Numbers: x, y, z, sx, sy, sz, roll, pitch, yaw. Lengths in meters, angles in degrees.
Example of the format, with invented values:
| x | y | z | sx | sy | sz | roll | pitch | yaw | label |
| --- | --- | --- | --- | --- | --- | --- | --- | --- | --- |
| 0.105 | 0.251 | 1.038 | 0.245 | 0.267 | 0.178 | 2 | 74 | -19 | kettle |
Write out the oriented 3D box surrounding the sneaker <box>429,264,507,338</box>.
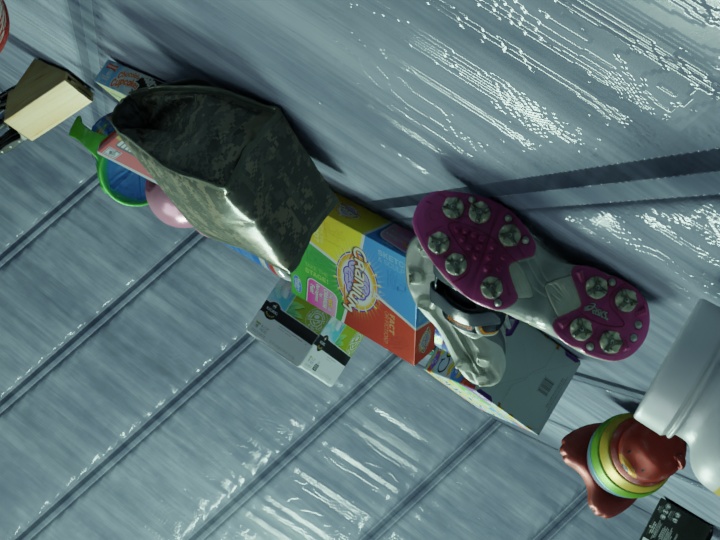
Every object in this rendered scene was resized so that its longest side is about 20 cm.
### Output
| x | y | z | sx | sy | sz | roll | pitch | yaw | label |
| --- | --- | --- | --- | --- | --- | --- | --- | --- | --- |
| 0.103 | 0.010 | 0.860 | 0.078 | 0.080 | 0.200 | 31 | 172 | 25 | sneaker |

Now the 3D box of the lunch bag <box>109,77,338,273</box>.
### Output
| x | y | z | sx | sy | sz | roll | pitch | yaw | label |
| --- | --- | --- | --- | --- | --- | --- | --- | --- | --- |
| -0.145 | -0.105 | 0.977 | 0.198 | 0.118 | 0.164 | 22 | 161 | 32 | lunch bag |

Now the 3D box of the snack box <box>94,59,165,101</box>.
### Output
| x | y | z | sx | sy | sz | roll | pitch | yaw | label |
| --- | --- | --- | --- | --- | --- | --- | --- | --- | --- |
| -0.229 | -0.190 | 1.168 | 0.199 | 0.037 | 0.116 | 27 | 170 | 40 | snack box |

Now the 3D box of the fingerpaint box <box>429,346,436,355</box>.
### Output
| x | y | z | sx | sy | sz | roll | pitch | yaw | label |
| --- | --- | --- | --- | --- | --- | --- | --- | --- | --- |
| 0.055 | 0.058 | 1.473 | 0.166 | 0.074 | 0.200 | 34 | 174 | -9 | fingerpaint box |

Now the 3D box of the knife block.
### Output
| x | y | z | sx | sy | sz | roll | pitch | yaw | label |
| --- | --- | --- | --- | --- | --- | --- | --- | --- | --- |
| -0.560 | -0.265 | 1.626 | 0.199 | 0.177 | 0.064 | 26 | 173 | 44 | knife block |

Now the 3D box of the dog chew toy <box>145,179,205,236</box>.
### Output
| x | y | z | sx | sy | sz | roll | pitch | yaw | label |
| --- | --- | --- | --- | --- | --- | --- | --- | --- | --- |
| -0.224 | -0.106 | 1.450 | 0.199 | 0.126 | 0.124 | 27 | 178 | -33 | dog chew toy |

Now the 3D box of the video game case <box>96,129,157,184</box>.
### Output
| x | y | z | sx | sy | sz | roll | pitch | yaw | label |
| --- | --- | --- | --- | --- | --- | --- | --- | --- | --- |
| -0.204 | -0.139 | 1.104 | 0.142 | 0.018 | 0.199 | 27 | 153 | -28 | video game case |

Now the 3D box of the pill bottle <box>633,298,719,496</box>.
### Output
| x | y | z | sx | sy | sz | roll | pitch | yaw | label |
| --- | --- | --- | --- | --- | --- | --- | --- | --- | --- |
| 0.269 | 0.103 | 0.560 | 0.198 | 0.113 | 0.112 | 31 | 174 | 17 | pill bottle |

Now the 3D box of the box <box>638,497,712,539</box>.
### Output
| x | y | z | sx | sy | sz | roll | pitch | yaw | label |
| --- | --- | --- | --- | --- | --- | --- | --- | --- | --- |
| 0.697 | 0.612 | 2.132 | 0.123 | 0.150 | 0.200 | 28 | 173 | 28 | box |

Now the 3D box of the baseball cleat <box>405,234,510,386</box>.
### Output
| x | y | z | sx | sy | sz | roll | pitch | yaw | label |
| --- | --- | --- | --- | --- | --- | --- | --- | --- | --- |
| 0.104 | 0.026 | 1.011 | 0.069 | 0.107 | 0.202 | -10 | 121 | 24 | baseball cleat |

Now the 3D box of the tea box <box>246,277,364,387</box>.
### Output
| x | y | z | sx | sy | sz | roll | pitch | yaw | label |
| --- | --- | --- | --- | --- | --- | --- | --- | --- | --- |
| -0.079 | 0.086 | 1.784 | 0.133 | 0.198 | 0.200 | 30 | 174 | 22 | tea box |

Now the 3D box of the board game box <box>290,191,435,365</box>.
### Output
| x | y | z | sx | sy | sz | roll | pitch | yaw | label |
| --- | --- | --- | --- | --- | --- | --- | --- | --- | --- |
| 0.000 | 0.000 | 1.105 | 0.199 | 0.040 | 0.155 | 29 | 137 | 31 | board game box |

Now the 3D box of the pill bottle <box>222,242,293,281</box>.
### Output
| x | y | z | sx | sy | sz | roll | pitch | yaw | label |
| --- | --- | --- | --- | --- | --- | --- | --- | --- | --- |
| -0.133 | -0.072 | 1.245 | 0.199 | 0.113 | 0.112 | 27 | 172 | 36 | pill bottle |

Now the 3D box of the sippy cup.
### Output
| x | y | z | sx | sy | sz | roll | pitch | yaw | label |
| --- | --- | --- | --- | --- | --- | --- | --- | --- | --- |
| -0.371 | -0.190 | 1.529 | 0.130 | 0.139 | 0.179 | 41 | 158 | 49 | sippy cup |

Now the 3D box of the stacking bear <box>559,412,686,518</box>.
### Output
| x | y | z | sx | sy | sz | roll | pitch | yaw | label |
| --- | --- | --- | --- | --- | --- | --- | --- | --- | --- |
| 0.344 | 0.231 | 1.198 | 0.123 | 0.113 | 0.200 | 61 | 169 | 14 | stacking bear |

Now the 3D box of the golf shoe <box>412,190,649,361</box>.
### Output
| x | y | z | sx | sy | sz | roll | pitch | yaw | label |
| --- | --- | --- | --- | --- | --- | --- | --- | --- | --- |
| 0.127 | 0.008 | 0.751 | 0.199 | 0.076 | 0.092 | 34 | 177 | 6 | golf shoe |

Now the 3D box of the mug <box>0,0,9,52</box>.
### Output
| x | y | z | sx | sy | sz | roll | pitch | yaw | label |
| --- | --- | --- | --- | --- | --- | --- | --- | --- | --- |
| -0.491 | -0.320 | 1.095 | 0.176 | 0.135 | 0.200 | 33 | 171 | -19 | mug |

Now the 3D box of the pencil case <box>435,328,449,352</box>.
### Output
| x | y | z | sx | sy | sz | roll | pitch | yaw | label |
| --- | --- | --- | --- | --- | --- | --- | --- | --- | --- |
| 0.055 | 0.024 | 1.195 | 0.198 | 0.087 | 0.078 | 30 | 149 | 16 | pencil case |

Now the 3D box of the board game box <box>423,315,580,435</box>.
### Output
| x | y | z | sx | sy | sz | roll | pitch | yaw | label |
| --- | --- | --- | --- | --- | --- | --- | --- | --- | --- |
| 0.175 | 0.122 | 1.222 | 0.102 | 0.106 | 0.200 | 34 | 173 | -12 | board game box |
